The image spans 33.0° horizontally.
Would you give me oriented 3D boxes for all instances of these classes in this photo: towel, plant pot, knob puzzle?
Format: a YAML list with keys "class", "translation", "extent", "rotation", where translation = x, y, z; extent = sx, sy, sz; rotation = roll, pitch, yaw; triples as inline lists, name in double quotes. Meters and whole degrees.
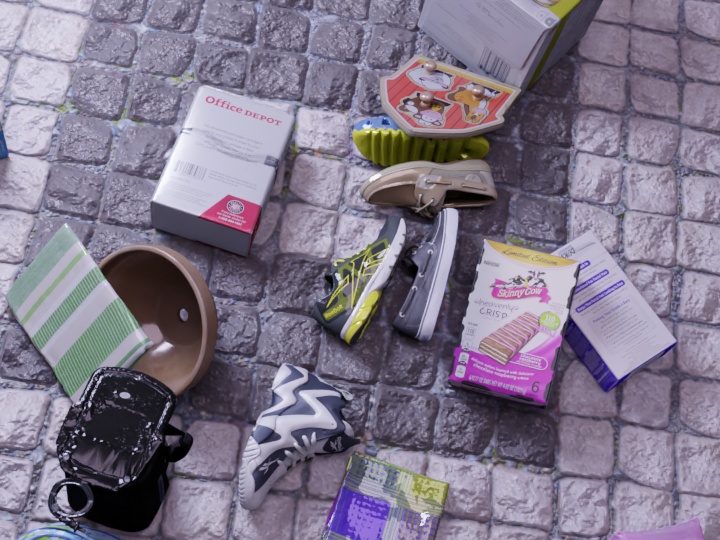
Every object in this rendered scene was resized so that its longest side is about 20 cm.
- class: "towel"
  translation: [-0.365, 0.064, 1.563]
  extent: [0.153, 0.023, 0.200]
  rotation: [-45, 73, 23]
- class: "towel"
  translation: [0.024, 0.340, 1.544]
  extent: [0.144, 0.023, 0.200]
  rotation: [20, 65, 2]
- class: "plant pot"
  translation: [-0.254, 0.064, 1.568]
  extent: [0.201, 0.201, 0.093]
  rotation: [50, 25, 14]
- class: "knob puzzle"
  translation: [0.118, -0.252, 1.760]
  extent: [0.219, 0.030, 0.220]
  rotation: [4, 40, -4]

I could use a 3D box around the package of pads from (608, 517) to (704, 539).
- class: "package of pads"
  translation: [0.392, 0.421, 1.532]
  extent: [0.120, 0.076, 0.200]
  rotation: [-8, 67, -9]

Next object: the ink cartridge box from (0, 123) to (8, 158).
- class: "ink cartridge box"
  translation: [-0.603, -0.208, 1.632]
  extent: [0.200, 0.147, 0.146]
  rotation: [-25, 72, -17]

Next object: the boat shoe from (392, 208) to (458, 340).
- class: "boat shoe"
  translation: [0.087, -0.001, 1.687]
  extent: [0.066, 0.070, 0.200]
  rotation: [16, 72, -3]

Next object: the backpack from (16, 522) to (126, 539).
- class: "backpack"
  translation: [-0.323, 0.375, 1.420]
  extent: [0.200, 0.154, 0.163]
  rotation: [30, 90, 19]

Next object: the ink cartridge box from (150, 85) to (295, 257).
- class: "ink cartridge box"
  translation: [-0.190, -0.140, 1.695]
  extent: [0.145, 0.083, 0.200]
  rotation: [18, 64, 0]

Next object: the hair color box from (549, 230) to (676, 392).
- class: "hair color box"
  translation: [0.331, 0.056, 1.695]
  extent: [0.109, 0.065, 0.200]
  rotation: [-29, 74, -19]

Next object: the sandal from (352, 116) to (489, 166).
- class: "sandal"
  translation: [0.084, -0.201, 1.774]
  extent: [0.200, 0.080, 0.087]
  rotation: [2, 57, -15]

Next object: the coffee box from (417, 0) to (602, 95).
- class: "coffee box"
  translation: [0.238, -0.417, 1.819]
  extent: [0.200, 0.200, 0.198]
  rotation: [41, 67, 10]

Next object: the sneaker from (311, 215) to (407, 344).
- class: "sneaker"
  translation: [0.000, 0.000, 1.665]
  extent: [0.085, 0.074, 0.200]
  rotation: [25, 65, 4]

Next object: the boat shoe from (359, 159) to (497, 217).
- class: "boat shoe"
  translation: [0.099, -0.113, 1.734]
  extent: [0.200, 0.072, 0.065]
  rotation: [-6, 64, -17]

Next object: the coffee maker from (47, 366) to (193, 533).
- class: "coffee maker"
  translation: [-0.302, 0.234, 1.445]
  extent: [0.135, 0.200, 0.192]
  rotation: [40, 63, 14]

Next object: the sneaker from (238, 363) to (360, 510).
- class: "sneaker"
  translation: [-0.070, 0.224, 1.550]
  extent: [0.129, 0.080, 0.199]
  rotation: [16, 54, 8]

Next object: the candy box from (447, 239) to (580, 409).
- class: "candy box"
  translation: [0.207, 0.072, 1.632]
  extent: [0.136, 0.061, 0.200]
  rotation: [13, 79, 10]
